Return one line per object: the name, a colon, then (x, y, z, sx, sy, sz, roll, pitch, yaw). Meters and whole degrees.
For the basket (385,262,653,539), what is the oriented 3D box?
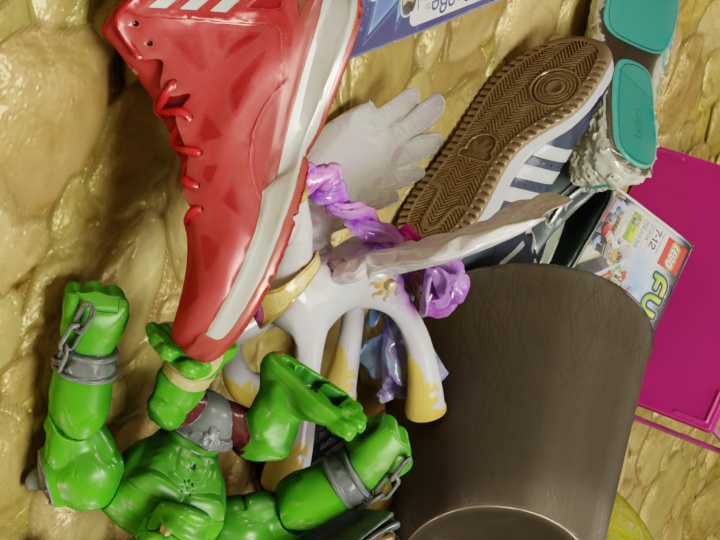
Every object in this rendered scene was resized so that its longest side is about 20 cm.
basket: (0.089, 0.111, 1.121, 0.200, 0.180, 0.136, -81, 154, -51)

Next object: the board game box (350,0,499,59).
board game box: (0.024, -0.200, 1.045, 0.200, 0.034, 0.136, -28, 130, -48)

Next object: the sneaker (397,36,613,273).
sneaker: (0.106, -0.057, 1.228, 0.200, 0.070, 0.109, -50, 140, -18)

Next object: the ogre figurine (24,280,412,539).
ogre figurine: (-0.081, 0.093, 0.957, 0.200, 0.098, 0.120, 18, 113, -40)

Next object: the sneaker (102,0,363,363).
sneaker: (-0.083, -0.064, 0.895, 0.078, 0.115, 0.200, 154, -44, -72)

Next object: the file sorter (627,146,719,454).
file sorter: (0.268, 0.029, 1.475, 0.200, 0.139, 0.125, -64, 151, -9)

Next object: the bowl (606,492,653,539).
bowl: (0.103, 0.185, 1.311, 0.200, 0.200, 0.108, 40, 30, -58)

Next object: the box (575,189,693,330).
box: (0.165, 0.042, 1.378, 0.110, 0.035, 0.200, 32, 79, -33)

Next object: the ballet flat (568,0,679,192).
ballet flat: (0.175, -0.140, 1.291, 0.072, 0.072, 0.200, 62, 35, -52)

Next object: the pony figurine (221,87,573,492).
pony figurine: (0.000, 0.000, 1.025, 0.193, 0.167, 0.200, -23, 126, -27)

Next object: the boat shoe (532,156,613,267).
boat shoe: (0.114, 0.011, 1.291, 0.200, 0.062, 0.073, -64, 149, -10)

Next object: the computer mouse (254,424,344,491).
computer mouse: (-0.038, 0.142, 1.163, 0.059, 0.034, 0.200, -34, 144, -25)

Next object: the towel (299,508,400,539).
towel: (-0.072, 0.192, 0.993, 0.200, 0.022, 0.147, -37, -174, -12)
